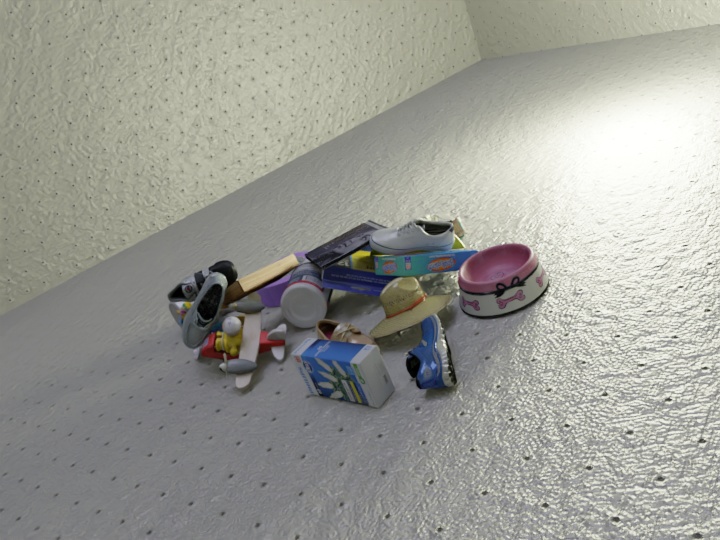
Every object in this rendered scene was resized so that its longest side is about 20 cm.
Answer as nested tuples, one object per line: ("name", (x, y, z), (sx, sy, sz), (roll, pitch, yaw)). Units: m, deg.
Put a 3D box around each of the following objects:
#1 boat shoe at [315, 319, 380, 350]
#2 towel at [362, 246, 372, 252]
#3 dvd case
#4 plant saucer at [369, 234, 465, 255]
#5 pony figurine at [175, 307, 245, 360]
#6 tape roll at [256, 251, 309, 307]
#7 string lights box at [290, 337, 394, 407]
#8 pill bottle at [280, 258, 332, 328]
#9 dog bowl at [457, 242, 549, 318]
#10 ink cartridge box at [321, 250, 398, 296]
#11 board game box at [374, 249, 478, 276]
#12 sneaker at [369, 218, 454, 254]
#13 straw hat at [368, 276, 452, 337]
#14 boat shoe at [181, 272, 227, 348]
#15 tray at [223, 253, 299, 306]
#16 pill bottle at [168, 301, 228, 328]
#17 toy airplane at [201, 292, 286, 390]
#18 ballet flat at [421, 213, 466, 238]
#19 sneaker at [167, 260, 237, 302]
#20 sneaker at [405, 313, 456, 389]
("boat shoe", (-0.037, 0.148, 1.405), (0.073, 0.070, 0.198), (-37, 25, -31))
("towel", (0.001, -0.042, 1.825), (0.196, 0.049, 0.112), (-19, 23, 13))
("dvd case", (-0.033, -0.067, 1.611), (0.197, 0.016, 0.148), (-28, 20, -13))
("plant saucer", (0.134, -0.069, 1.601), (0.195, 0.049, 0.200), (-5, 2, -13))
("pony figurine", (-0.373, 0.129, 1.671), (0.195, 0.170, 0.194), (-1, -22, -15))
("tape roll", (-0.208, 0.023, 1.870), (0.196, 0.067, 0.201), (-21, 21, 8))
("string lights box", (-0.037, 0.194, 1.255), (0.197, 0.104, 0.059), (-1, 31, 45))
("pill bottle", (-0.129, 0.047, 1.661), (0.117, 0.122, 0.201), (-17, 22, 15))
("dog bowl", (0.293, 0.014, 1.370), (0.196, 0.075, 0.201), (-20, 22, 8))
("ink cartridge box", (0.000, 0.000, 1.619), (0.193, 0.048, 0.201), (9, 19, -7))
("board game box", (0.151, -0.018, 1.494), (0.196, 0.046, 0.151), (-5, 3, -24))
("sneaker", (0.117, -0.086, 1.469), (0.195, 0.072, 0.074), (-4, 47, -2))
("straw hat", (0.090, 0.061, 1.392), (0.198, 0.087, 0.201), (-26, 6, 3))
("boat shoe", (-0.374, 0.103, 1.538), (0.204, 0.069, 0.072), (-64, 16, 13))
("tray", (-0.252, 0.023, 1.626), (0.098, 0.038, 0.199), (-32, -1, 42))
("pill bottle", (-0.454, 0.086, 1.910), (0.199, 0.115, 0.112), (-37, 26, -30))
("toy airplane", (-0.267, 0.158, 1.514), (0.199, 0.142, 0.199), (-45, 48, -16))
("ballet flat", (0.205, -0.123, 1.775), (0.197, 0.068, 0.068), (0, 30, 45))
("sneaker", (-0.389, 0.039, 1.588), (0.197, 0.075, 0.088), (-24, 7, 25))
("sneaker", (0.124, 0.152, 1.224), (0.087, 0.080, 0.201), (-17, 23, 9))
